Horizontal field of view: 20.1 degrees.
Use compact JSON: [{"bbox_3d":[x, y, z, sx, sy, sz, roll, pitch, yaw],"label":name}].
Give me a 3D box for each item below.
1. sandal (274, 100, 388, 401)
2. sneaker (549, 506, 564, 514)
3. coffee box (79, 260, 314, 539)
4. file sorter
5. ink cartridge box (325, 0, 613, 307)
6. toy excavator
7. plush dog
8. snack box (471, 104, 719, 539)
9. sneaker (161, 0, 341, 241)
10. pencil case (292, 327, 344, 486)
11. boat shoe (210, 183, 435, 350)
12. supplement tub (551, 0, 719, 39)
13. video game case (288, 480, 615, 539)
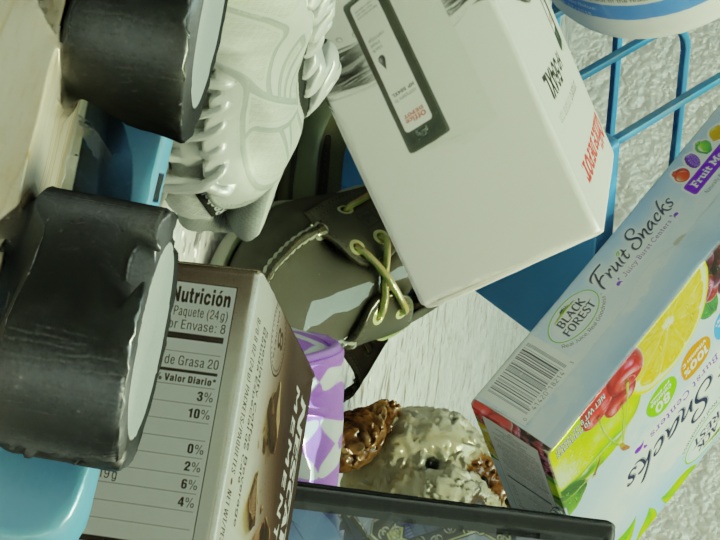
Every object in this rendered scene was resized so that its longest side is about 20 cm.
[{"bbox_3d":[-0.014,0.013,0.991,0.080,0.057,0.203,-47,143,-76],"label":"sandal"},{"bbox_3d":[0.050,0.152,0.959,0.140,0.199,0.078,-59,-176,40],"label":"sneaker"},{"bbox_3d":[-0.072,0.105,0.586,0.113,0.079,0.201,69,28,-70],"label":"coffee box"},{"bbox_3d":[0.090,-0.077,1.042,0.122,0.200,0.139,-30,139,-28],"label":"file sorter"},{"bbox_3d":[0.029,-0.105,0.838,0.201,0.084,0.146,64,15,-11],"label":"ink cartridge box"},{"bbox_3d":[-0.088,0.030,0.427,0.200,0.099,0.196,98,2,-71],"label":"toy excavator"},{"bbox_3d":[0.037,0.164,1.185,0.160,0.199,0.173,-15,-120,52],"label":"plush dog"},{"bbox_3d":[0.144,0.038,0.979,0.200,0.053,0.143,-48,147,-17],"label":"snack box"},{"bbox_3d":[-0.049,-0.063,0.676,0.200,0.075,0.082,59,47,-76],"label":"sneaker"},{"bbox_3d":[-0.053,0.111,0.731,0.085,0.084,0.202,-5,101,-46],"label":"pencil case"},{"bbox_3d":[-0.001,-0.003,0.905,0.201,0.060,0.073,-29,110,-59],"label":"boat shoe"},{"bbox_3d":[0.117,-0.215,0.928,0.200,0.131,0.133,58,36,-50],"label":"supplement tub"},{"bbox_3d":[-0.017,0.171,0.663,0.026,0.179,0.202,82,15,-84],"label":"video game case"}]
